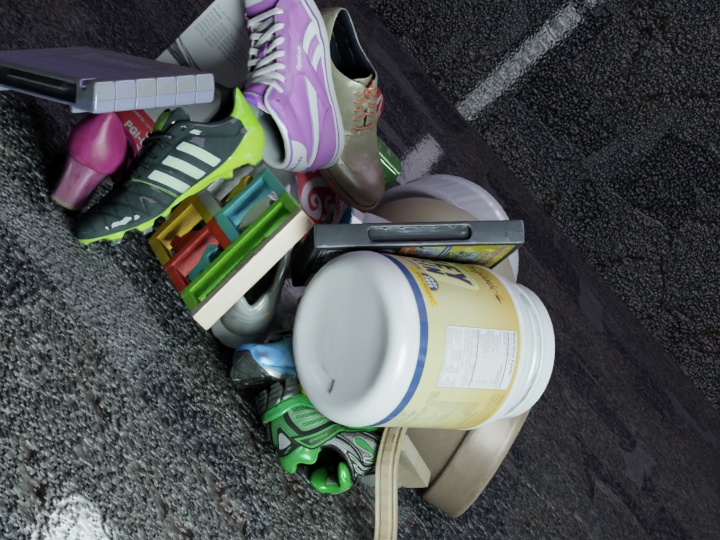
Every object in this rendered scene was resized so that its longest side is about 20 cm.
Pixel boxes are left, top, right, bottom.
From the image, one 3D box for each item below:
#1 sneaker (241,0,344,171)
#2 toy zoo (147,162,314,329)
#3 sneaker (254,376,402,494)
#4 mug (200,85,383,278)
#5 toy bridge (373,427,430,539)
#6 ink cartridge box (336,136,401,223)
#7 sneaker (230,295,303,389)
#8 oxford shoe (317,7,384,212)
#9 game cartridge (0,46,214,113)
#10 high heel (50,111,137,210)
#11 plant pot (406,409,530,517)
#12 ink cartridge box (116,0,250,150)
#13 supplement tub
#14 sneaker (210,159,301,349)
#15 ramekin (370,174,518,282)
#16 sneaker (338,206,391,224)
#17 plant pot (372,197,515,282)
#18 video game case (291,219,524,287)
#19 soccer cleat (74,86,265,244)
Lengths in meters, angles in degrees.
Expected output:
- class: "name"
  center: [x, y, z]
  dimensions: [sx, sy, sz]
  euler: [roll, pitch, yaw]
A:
- class: "sneaker"
  center: [-0.081, -0.190, 1.448]
  dimensions: [0.114, 0.072, 0.203]
  euler: [-12, 82, -56]
- class: "toy zoo"
  center: [-0.123, -0.039, 1.397]
  dimensions: [0.020, 0.131, 0.200]
  euler: [45, 1, -31]
- class: "sneaker"
  center: [-0.021, 0.166, 1.382]
  dimensions: [0.199, 0.078, 0.086]
  euler: [28, 41, -49]
- class: "mug"
  center: [-0.077, -0.110, 1.608]
  dimensions: [0.133, 0.201, 0.177]
  euler: [39, -25, -29]
- class: "toy bridge"
  center: [0.040, 0.168, 1.391]
  dimensions: [0.067, 0.027, 0.202]
  euler: [57, 38, -43]
- class: "ink cartridge box"
  center: [-0.070, -0.145, 1.829]
  dimensions: [0.200, 0.146, 0.084]
  euler: [47, 14, -11]
- class: "sneaker"
  center: [-0.050, 0.057, 1.420]
  dimensions: [0.199, 0.078, 0.091]
  euler: [-13, 97, -54]
- class: "oxford shoe"
  center: [-0.014, -0.156, 1.512]
  dimensions: [0.070, 0.074, 0.202]
  euler: [-27, 100, -42]
- class: "game cartridge"
  center: [-0.232, -0.165, 1.354]
  dimensions: [0.129, 0.039, 0.199]
  euler: [-5, 16, -43]
- class: "high heel"
  center: [-0.221, -0.122, 1.417]
  dimensions: [0.067, 0.097, 0.200]
  euler: [30, 18, -9]
- class: "plant pot"
  center: [0.069, 0.118, 1.567]
  dimensions: [0.173, 0.202, 0.200]
  euler: [29, 16, -1]
- class: "ink cartridge box"
  center: [-0.157, -0.199, 1.606]
  dimensions: [0.083, 0.200, 0.147]
  euler: [48, 15, -1]
- class: "supplement tub"
  center: [0.057, 0.063, 1.335]
  dimensions: [0.199, 0.145, 0.145]
  euler: [7, 41, -42]
- class: "sneaker"
  center: [-0.087, -0.033, 1.434]
  dimensions: [0.075, 0.092, 0.202]
  euler: [11, 65, -12]
- class: "ramekin"
  center: [0.078, -0.011, 1.846]
  dimensions: [0.201, 0.200, 0.097]
  euler: [53, 23, 14]
- class: "sneaker"
  center: [0.000, 0.000, 1.584]
  dimensions: [0.080, 0.077, 0.200]
  euler: [20, -16, -5]
- class: "plant pot"
  center: [0.057, 0.041, 1.704]
  dimensions: [0.200, 0.200, 0.135]
  euler: [47, 36, -7]
- class: "video game case"
  center: [0.036, -0.015, 1.391]
  dimensions: [0.200, 0.178, 0.026]
  euler: [129, -41, -77]
- class: "soccer cleat"
  center: [-0.172, -0.091, 1.360]
  dimensions: [0.067, 0.199, 0.082]
  euler: [6, -55, 57]
